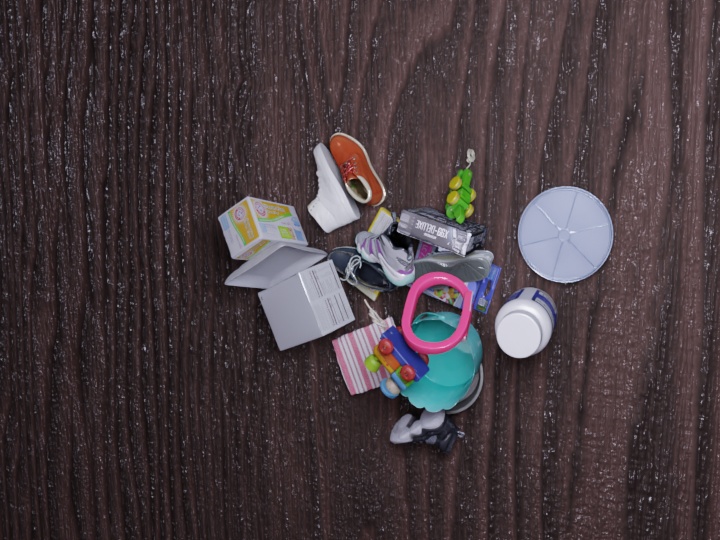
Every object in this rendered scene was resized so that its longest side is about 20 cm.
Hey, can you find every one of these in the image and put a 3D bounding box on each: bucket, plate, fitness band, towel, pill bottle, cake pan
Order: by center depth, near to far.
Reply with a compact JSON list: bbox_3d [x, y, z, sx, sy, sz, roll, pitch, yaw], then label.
[{"bbox_3d":[0.162,0.088,1.386,0.140,0.203,0.038,5,141,18],"label":"fitness band"},{"bbox_3d":[0.347,0.113,1.392,0.117,0.199,0.123,4,101,22],"label":"pill bottle"},{"bbox_3d":[0.174,0.193,1.473,0.202,0.134,0.213,4,100,22],"label":"bucket"},{"bbox_3d":[0.197,0.237,1.566,0.195,0.037,0.206,4,100,23],"label":"cake pan"},{"bbox_3d":[-0.206,-0.016,1.613,0.197,0.198,0.033,-30,71,24],"label":"plate"},{"bbox_3d":[0.027,0.211,1.623,0.197,0.030,0.150,-24,84,33],"label":"towel"}]

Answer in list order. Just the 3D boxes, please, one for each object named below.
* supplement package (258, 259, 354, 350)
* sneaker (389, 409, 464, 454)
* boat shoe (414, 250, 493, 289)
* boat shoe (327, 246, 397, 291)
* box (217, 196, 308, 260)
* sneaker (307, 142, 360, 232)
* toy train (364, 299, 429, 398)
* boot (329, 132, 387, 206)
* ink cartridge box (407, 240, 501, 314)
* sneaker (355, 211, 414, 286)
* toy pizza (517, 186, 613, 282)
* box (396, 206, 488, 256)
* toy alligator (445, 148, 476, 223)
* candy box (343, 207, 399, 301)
[{"bbox_3d":[-0.134,0.087,1.603,0.198,0.110,0.159,-23,89,50],"label":"supplement package"},{"bbox_3d":[0.160,0.398,1.586,0.113,0.076,0.199,39,137,-14],"label":"sneaker"},{"bbox_3d":[0.199,-0.009,1.476,0.198,0.065,0.076,-9,113,30],"label":"boat shoe"},{"bbox_3d":[0.000,0.000,1.568,0.197,0.062,0.076,28,112,20],"label":"boat shoe"},{"bbox_3d":[-0.232,-0.095,1.595,0.100,0.199,0.115,-29,76,24],"label":"box"},{"bbox_3d":[-0.093,-0.194,1.597,0.114,0.074,0.204,-25,90,21],"label":"sneaker"},{"bbox_3d":[0.046,0.170,1.413,0.201,0.084,0.116,49,126,9],"label":"toy train"},{"bbox_3d":[-0.018,-0.239,1.541,0.075,0.107,0.202,-39,82,25],"label":"boot"},{"bbox_3d":[0.214,0.014,1.522,0.196,0.042,0.122,22,107,17],"label":"ink cartridge box"},{"bbox_3d":[0.059,-0.074,1.479,0.199,0.077,0.143,40,140,39],"label":"sneaker"},{"bbox_3d":[0.437,-0.077,1.415,0.195,0.032,0.206,4,100,21],"label":"toy pizza"},{"bbox_3d":[0.182,-0.090,1.428,0.155,0.199,0.051,21,104,17],"label":"box"},{"bbox_3d":[0.215,-0.177,1.439,0.059,0.204,0.054,33,143,-28],"label":"toy alligator"},{"bbox_3d":[0.044,-0.039,1.590,0.101,0.026,0.203,35,110,13],"label":"candy box"}]
